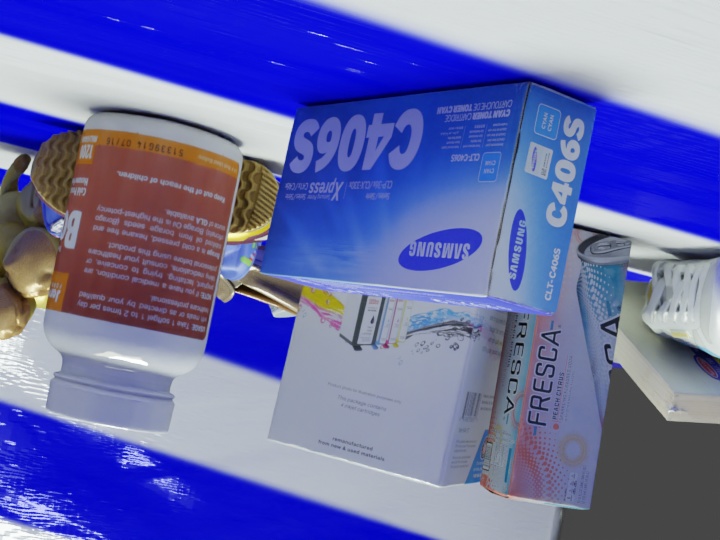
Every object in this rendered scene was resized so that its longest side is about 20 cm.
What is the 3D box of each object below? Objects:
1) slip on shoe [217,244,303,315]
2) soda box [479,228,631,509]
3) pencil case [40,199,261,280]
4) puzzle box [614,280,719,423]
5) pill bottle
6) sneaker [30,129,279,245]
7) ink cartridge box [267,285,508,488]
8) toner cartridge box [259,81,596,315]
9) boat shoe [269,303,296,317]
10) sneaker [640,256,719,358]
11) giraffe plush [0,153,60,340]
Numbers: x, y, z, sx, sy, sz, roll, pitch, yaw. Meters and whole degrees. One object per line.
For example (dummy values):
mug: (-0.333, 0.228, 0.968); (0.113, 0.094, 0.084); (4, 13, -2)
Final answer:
slip on shoe: (-0.129, 0.000, 1.286); (0.198, 0.061, 0.076); (14, 171, -17)
soda box: (0.144, 0.071, 0.981); (0.068, 0.202, 0.064); (11, 176, -14)
pencil case: (-0.172, -0.048, 1.127); (0.199, 0.079, 0.086); (15, 167, -38)
puzzle box: (0.263, 0.063, 1.069); (0.132, 0.026, 0.200); (6, -156, -17)
pill bottle: (-0.151, 0.003, 0.898); (0.111, 0.202, 0.112); (11, 175, 1)
sneaker: (-0.150, -0.054, 1.009); (0.198, 0.076, 0.090); (12, 171, 10)
ink cartridge box: (0.037, 0.052, 1.034); (0.143, 0.202, 0.147); (12, 177, 20)
toner cartridge box: (0.024, -0.035, 0.648); (0.043, 0.096, 0.199); (14, 174, -33)
boat shoe: (0.000, 0.000, 1.369); (0.198, 0.066, 0.074); (-9, 171, -18)
sneaker: (0.250, 0.026, 0.972); (0.080, 0.077, 0.200); (13, 174, 9)
giraffe plush: (-0.274, 0.007, 1.216); (0.162, 0.173, 0.200); (36, -179, -32)
